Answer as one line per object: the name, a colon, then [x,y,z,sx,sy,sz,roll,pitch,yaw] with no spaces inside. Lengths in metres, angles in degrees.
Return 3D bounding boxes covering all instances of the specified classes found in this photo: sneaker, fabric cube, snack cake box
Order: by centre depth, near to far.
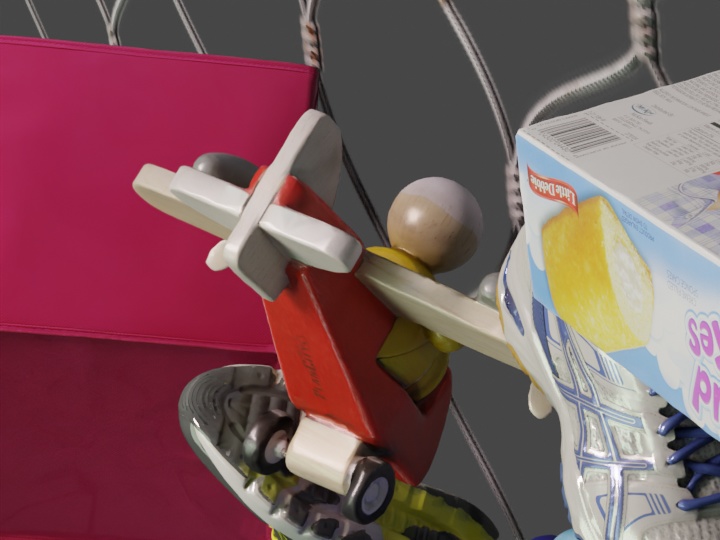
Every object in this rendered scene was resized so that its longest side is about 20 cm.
snack cake box: [0.145,-0.002,0.820,0.200,0.115,0.067,-139,37,-59]
sneaker: [0.114,0.050,1.014,0.200,0.075,0.088,62,153,25]
sneaker: [-0.023,0.120,1.286,0.200,0.075,0.085,39,143,-26]
fabric cube: [-0.129,0.019,1.384,0.200,0.196,0.200,97,177,-50]

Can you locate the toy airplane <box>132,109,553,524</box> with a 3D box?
toy airplane: [0.000,0.000,1.165,0.200,0.141,0.199,47,152,-5]

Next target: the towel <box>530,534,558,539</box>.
towel: [0.069,0.230,1.153,0.200,0.049,0.148,-67,-32,-60]

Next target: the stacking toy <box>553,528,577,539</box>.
stacking toy: [0.055,0.153,1.063,0.085,0.200,0.086,165,90,-71]
